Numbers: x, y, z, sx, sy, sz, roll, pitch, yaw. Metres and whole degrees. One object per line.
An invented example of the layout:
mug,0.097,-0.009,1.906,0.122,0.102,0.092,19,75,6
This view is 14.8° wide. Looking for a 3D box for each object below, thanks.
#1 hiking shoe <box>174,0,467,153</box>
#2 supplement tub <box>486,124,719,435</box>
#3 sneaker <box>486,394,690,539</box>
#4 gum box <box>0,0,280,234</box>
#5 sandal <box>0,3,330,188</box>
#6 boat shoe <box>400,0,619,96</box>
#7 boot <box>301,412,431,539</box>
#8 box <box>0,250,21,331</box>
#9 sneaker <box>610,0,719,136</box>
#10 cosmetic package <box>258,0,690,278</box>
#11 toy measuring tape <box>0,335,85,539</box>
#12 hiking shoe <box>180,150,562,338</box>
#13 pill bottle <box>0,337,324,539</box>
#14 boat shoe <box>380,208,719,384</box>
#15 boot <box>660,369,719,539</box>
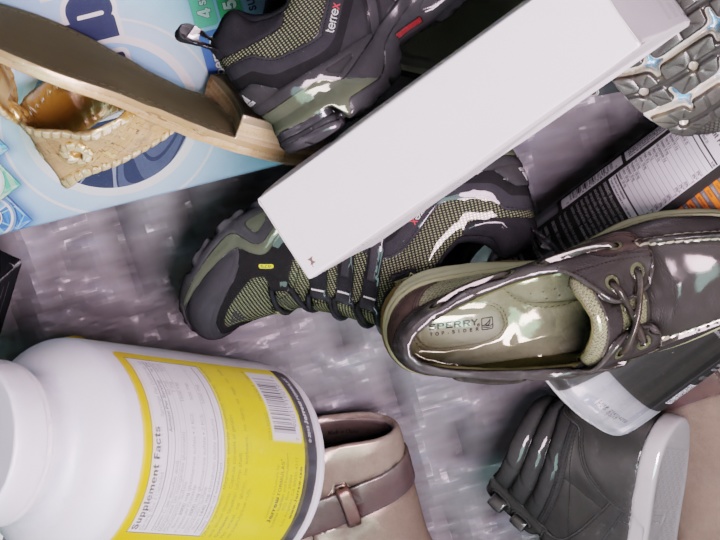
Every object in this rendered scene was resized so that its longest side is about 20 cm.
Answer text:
hiking shoe,0.004,-0.154,1.315,0.101,0.076,0.200,44,69,-12
supplement tub,0.175,-0.016,1.432,0.200,0.123,0.123,-37,120,14
sneaker,0.118,0.153,1.537,0.099,0.071,0.201,20,120,24
gum box,-0.134,-0.115,1.371,0.199,0.045,0.170,-15,122,0
sandal,-0.120,-0.067,1.330,0.211,0.078,0.070,15,112,-22
boat shoe,0.092,-0.116,1.392,0.199,0.075,0.066,-9,152,-7
boot,0.011,0.149,1.537,0.199,0.070,0.147,-3,116,-11
box,-0.257,0.088,1.412,0.079,0.141,0.200,24,117,5
sneaker,0.140,-0.162,1.327,0.078,0.090,0.201,-22,94,21
cosmetic package,0.051,-0.075,1.289,0.200,0.083,0.051,-35,89,25
toy measuring tape,-0.185,0.122,1.495,0.073,0.074,0.200,17,117,-18
hiking shoe,0.000,0.000,1.406,0.200,0.076,0.101,-28,77,20
pill bottle,-0.121,0.093,1.396,0.200,0.112,0.112,9,124,-45
boat shoe,0.110,0.021,1.341,0.200,0.066,0.072,-10,108,-1
boot,0.187,0.095,1.543,0.200,0.070,0.146,-39,111,18
